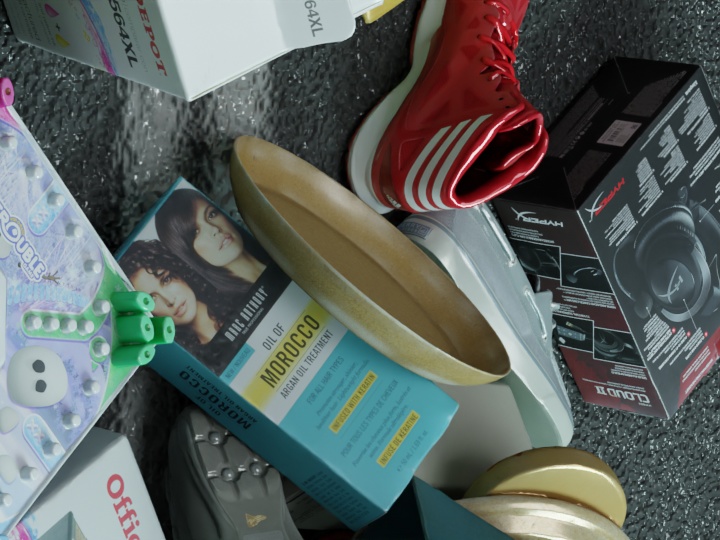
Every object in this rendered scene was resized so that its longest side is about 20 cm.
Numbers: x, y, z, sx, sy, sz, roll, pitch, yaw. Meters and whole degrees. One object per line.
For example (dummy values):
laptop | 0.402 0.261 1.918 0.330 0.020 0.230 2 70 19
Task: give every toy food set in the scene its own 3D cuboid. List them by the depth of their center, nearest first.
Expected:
toy food set | 0.064 0.181 1.716 0.200 0.198 0.049 74 5 -52

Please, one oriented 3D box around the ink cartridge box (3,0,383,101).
ink cartridge box | -0.091 -0.178 1.450 0.125 0.200 0.129 -30 119 -26

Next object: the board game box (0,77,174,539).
board game box | -0.191 0.022 1.413 0.200 0.026 0.200 -54 124 -36

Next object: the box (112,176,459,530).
box | -0.050 0.046 1.588 0.200 0.049 0.082 39 63 -6

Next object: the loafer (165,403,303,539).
loafer | -0.062 0.167 1.595 0.070 0.070 0.200 -2 60 -23

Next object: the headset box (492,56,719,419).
headset box | 0.185 -0.014 1.887 0.149 0.077 0.200 -49 130 -29

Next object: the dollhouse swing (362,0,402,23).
dollhouse swing | -0.008 -0.286 1.580 0.182 0.176 0.200 -37 140 -13

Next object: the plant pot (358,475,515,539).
plant pot | 0.079 0.241 1.607 0.200 0.141 0.141 29 110 -19

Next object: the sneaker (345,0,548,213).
sneaker | 0.083 -0.113 1.728 0.078 0.116 0.200 41 68 -43

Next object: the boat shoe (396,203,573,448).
boat shoe | 0.090 0.028 1.797 0.072 0.070 0.201 -50 127 -24

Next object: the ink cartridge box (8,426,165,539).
ink cartridge box | -0.192 0.188 1.513 0.200 0.087 0.145 -40 124 -38

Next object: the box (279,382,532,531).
box | 0.014 0.106 1.710 0.200 0.068 0.082 11 53 -47

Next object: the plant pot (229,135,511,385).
plant pot | 0.000 0.000 1.624 0.027 0.200 0.200 -50 138 12
